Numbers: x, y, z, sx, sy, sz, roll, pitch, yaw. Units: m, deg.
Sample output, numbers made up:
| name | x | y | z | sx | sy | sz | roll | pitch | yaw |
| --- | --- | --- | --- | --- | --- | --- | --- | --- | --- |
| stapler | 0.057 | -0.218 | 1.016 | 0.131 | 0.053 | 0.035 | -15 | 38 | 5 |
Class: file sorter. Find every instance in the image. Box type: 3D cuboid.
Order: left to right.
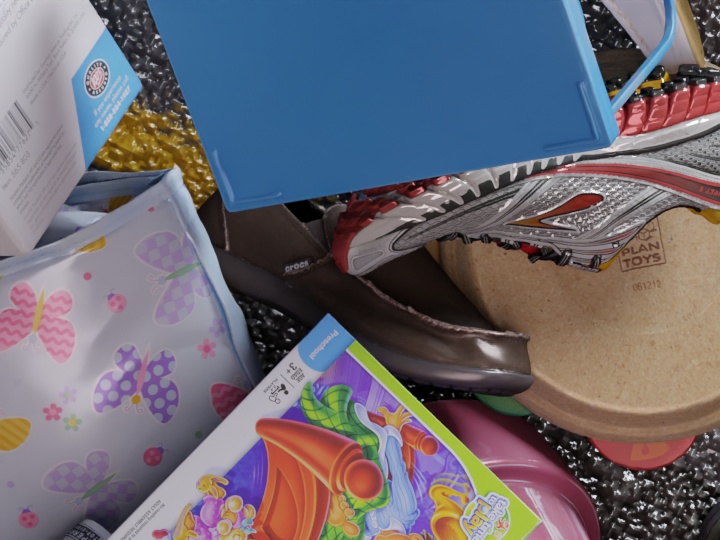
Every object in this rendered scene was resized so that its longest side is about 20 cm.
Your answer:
| name | x | y | z | sx | sy | sz | roll | pitch | yaw |
| --- | --- | --- | --- | --- | --- | --- | --- | --- | --- |
| file sorter | 0.024 | -0.126 | 1.312 | 0.199 | 0.123 | 0.139 | -9 | 111 | 31 |

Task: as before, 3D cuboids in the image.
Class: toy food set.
| name | x | y | z | sx | sy | sz | roll | pitch | yaw |
| --- | --- | --- | --- | --- | --- | --- | --- | --- | --- |
| toy food set | 0.132 | -0.008 | 1.411 | 0.200 | 0.049 | 0.198 | -26 | 84 | -5 |

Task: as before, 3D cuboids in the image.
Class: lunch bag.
| name | x | y | z | sx | sy | sz | roll | pitch | yaw |
| --- | --- | --- | --- | --- | --- | --- | --- | --- | --- |
| lunch bag | -0.146 | 0.054 | 1.400 | 0.199 | 0.127 | 0.170 | -19 | 109 | 15 |

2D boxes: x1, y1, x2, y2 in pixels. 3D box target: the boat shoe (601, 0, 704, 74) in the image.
| name | x | y | z | sx | sy | sz | roll | pitch | yaw |
| --- | --- | --- | --- | --- | --- | --- | --- | --- | --- |
| boat shoe | 0.092 | -0.169 | 1.374 | 0.069 | 0.071 | 0.200 | -31 | 102 | 12 |

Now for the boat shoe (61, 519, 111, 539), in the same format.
| name | x | y | z | sx | sy | sz | roll | pitch | yaw |
| --- | --- | --- | --- | --- | --- | --- | --- | --- | --- |
| boat shoe | -0.089 | 0.211 | 1.354 | 0.068 | 0.074 | 0.200 | -43 | 112 | -16 |

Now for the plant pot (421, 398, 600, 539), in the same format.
| name | x | y | z | sx | sy | sz | roll | pitch | yaw |
| --- | --- | --- | --- | --- | --- | --- | --- | --- | --- |
| plant pot | 0.053 | 0.192 | 1.391 | 0.199 | 0.179 | 0.200 | -21 | 136 | -22 |

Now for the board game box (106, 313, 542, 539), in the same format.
| name | x | y | z | sx | sy | sz | roll | pitch | yaw |
| --- | --- | --- | --- | --- | --- | --- | --- | --- | --- |
| board game box | -0.036 | 0.138 | 1.294 | 0.134 | 0.045 | 0.200 | 43 | 82 | 6 |

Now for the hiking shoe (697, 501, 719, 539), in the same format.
| name | x | y | z | sx | sy | sz | roll | pitch | yaw |
| --- | --- | --- | --- | --- | --- | --- | --- | --- | --- |
| hiking shoe | 0.249 | 0.203 | 1.486 | 0.076 | 0.101 | 0.200 | -43 | 106 | 11 |

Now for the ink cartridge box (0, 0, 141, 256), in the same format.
| name | x | y | z | sx | sy | sz | roll | pitch | yaw |
| --- | --- | --- | --- | --- | --- | --- | --- | --- | --- |
| ink cartridge box | -0.193 | -0.116 | 1.302 | 0.068 | 0.115 | 0.200 | 2 | 137 | 36 |

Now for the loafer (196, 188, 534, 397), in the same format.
| name | x | y | z | sx | sy | sz | roll | pitch | yaw |
| --- | --- | --- | --- | --- | --- | --- | --- | --- | --- |
| loafer | 0.000 | 0.000 | 1.378 | 0.200 | 0.073 | 0.071 | 26 | 96 | 26 |

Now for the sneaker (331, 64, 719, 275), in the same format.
| name | x | y | z | sx | sy | sz | roll | pitch | yaw |
| --- | --- | --- | --- | --- | --- | --- | --- | --- | --- |
| sneaker | 0.084 | -0.030 | 1.336 | 0.199 | 0.078 | 0.082 | -16 | 104 | -6 |
